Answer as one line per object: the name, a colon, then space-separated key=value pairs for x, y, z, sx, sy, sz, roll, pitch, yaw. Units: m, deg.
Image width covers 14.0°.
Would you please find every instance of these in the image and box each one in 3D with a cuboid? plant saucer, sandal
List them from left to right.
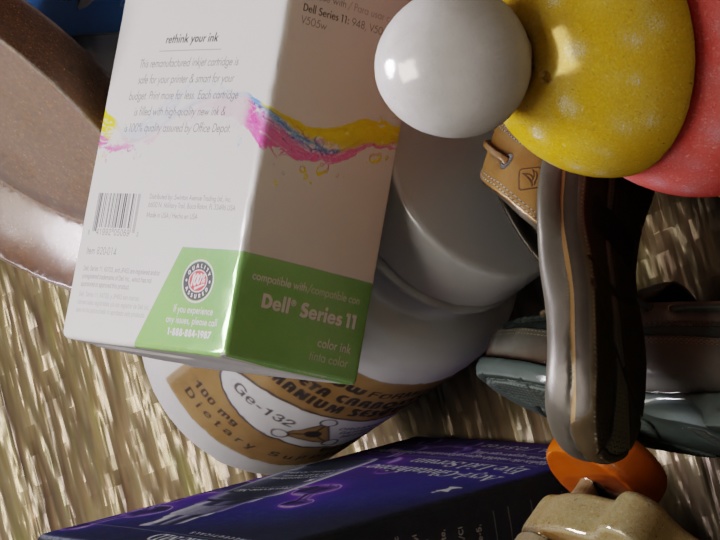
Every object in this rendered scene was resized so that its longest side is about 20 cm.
plant saucer: x=-0.156 y=-0.067 z=1.236 sx=0.199 sy=0.035 sz=0.201 roll=28 pitch=154 yaw=15
sandal: x=0.072 y=-0.020 z=1.071 sx=0.054 sy=0.082 sz=0.201 roll=-10 pitch=61 yaw=22

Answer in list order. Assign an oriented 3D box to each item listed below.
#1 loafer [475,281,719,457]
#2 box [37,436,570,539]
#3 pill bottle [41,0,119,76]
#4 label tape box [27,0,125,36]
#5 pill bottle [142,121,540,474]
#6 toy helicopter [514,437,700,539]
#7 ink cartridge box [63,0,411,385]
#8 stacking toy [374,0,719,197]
loafer: x=0.127 y=0.034 z=1.090 sx=0.199 sy=0.072 sz=0.063 roll=9 pitch=74 yaw=49
box: x=-0.005 y=0.138 z=1.170 sx=0.148 sy=0.199 sz=0.105 roll=-1 pitch=99 yaw=54
pill bottle: x=-0.095 y=-0.085 z=1.308 sx=0.199 sy=0.119 sz=0.121 roll=-3 pitch=96 yaw=55
label tape box: x=-0.102 y=-0.199 z=1.249 sx=0.143 sy=0.066 sz=0.201 roll=3 pitch=63 yaw=54
pill bottle: x=0.000 y=0.000 z=1.202 sx=0.200 sy=0.114 sz=0.115 roll=-38 pitch=68 yaw=52
toy helicopter: x=0.139 y=0.128 z=1.060 sx=0.132 sy=0.079 sz=0.199 roll=48 pitch=157 yaw=-26
ink cartridge box: x=-0.041 y=-0.063 z=1.119 sx=0.117 sy=0.067 sz=0.202 roll=4 pitch=83 yaw=53
stacking toy: x=0.091 y=-0.075 z=0.980 sx=0.146 sy=0.199 sz=0.147 roll=19 pitch=114 yaw=50
